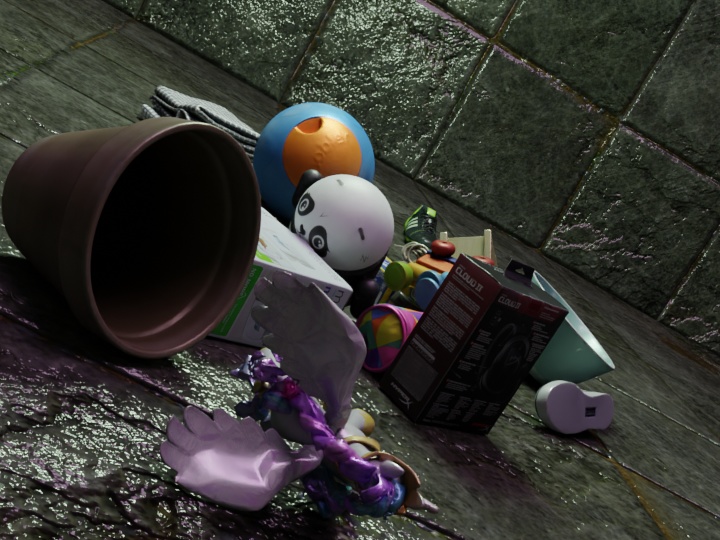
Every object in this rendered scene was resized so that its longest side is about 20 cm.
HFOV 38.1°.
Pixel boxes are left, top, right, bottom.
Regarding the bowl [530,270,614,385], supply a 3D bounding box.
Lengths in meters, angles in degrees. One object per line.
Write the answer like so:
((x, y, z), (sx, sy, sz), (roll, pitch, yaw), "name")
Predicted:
((0.300, 0.110, 1.655), (0.201, 0.105, 0.201), (45, 12, -13), "bowl")

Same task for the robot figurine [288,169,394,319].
((-0.032, -0.030, 1.260), (0.149, 0.126, 0.200), (26, -29, 0), "robot figurine")

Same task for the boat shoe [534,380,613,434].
((0.287, 0.191, 1.479), (0.069, 0.072, 0.199), (5, -3, 39), "boat shoe")

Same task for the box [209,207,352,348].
((-0.138, -0.010, 1.122), (0.176, 0.097, 0.200), (18, 17, -49), "box")

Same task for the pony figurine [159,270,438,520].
((-0.041, 0.112, 0.787), (0.192, 0.167, 0.200), (36, -6, -14), "pony figurine")

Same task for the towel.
((-0.267, -0.249, 1.833), (0.199, 0.086, 0.165), (20, 15, -45), "towel")

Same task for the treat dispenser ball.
((-0.076, -0.171, 1.702), (0.200, 0.202, 0.201), (29, 11, -6), "treat dispenser ball")

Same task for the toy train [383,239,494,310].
((0.074, 0.004, 1.381), (0.115, 0.086, 0.199), (-4, 21, -44), "toy train")

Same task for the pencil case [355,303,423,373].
((0.072, 0.092, 1.277), (0.088, 0.089, 0.199), (38, 11, 34), "pencil case")

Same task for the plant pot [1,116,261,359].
((-0.214, -0.043, 0.910), (0.172, 0.202, 0.199), (17, 2, 34), "plant pot")

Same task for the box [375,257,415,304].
((0.000, 0.000, 1.502), (0.064, 0.070, 0.200), (18, 17, -41), "box")

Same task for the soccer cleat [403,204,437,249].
((0.132, -0.091, 2.202), (0.067, 0.082, 0.200), (28, 12, -12), "soccer cleat")

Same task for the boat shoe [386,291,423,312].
((0.117, 0.095, 1.412), (0.199, 0.065, 0.073), (28, 12, -13), "boat shoe")

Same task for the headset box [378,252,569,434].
((0.135, 0.079, 1.185), (0.148, 0.201, 0.077), (17, 18, -48), "headset box")

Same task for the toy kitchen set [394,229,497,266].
((0.130, 0.068, 1.603), (0.161, 0.182, 0.201), (-3, -34, 12), "toy kitchen set")
